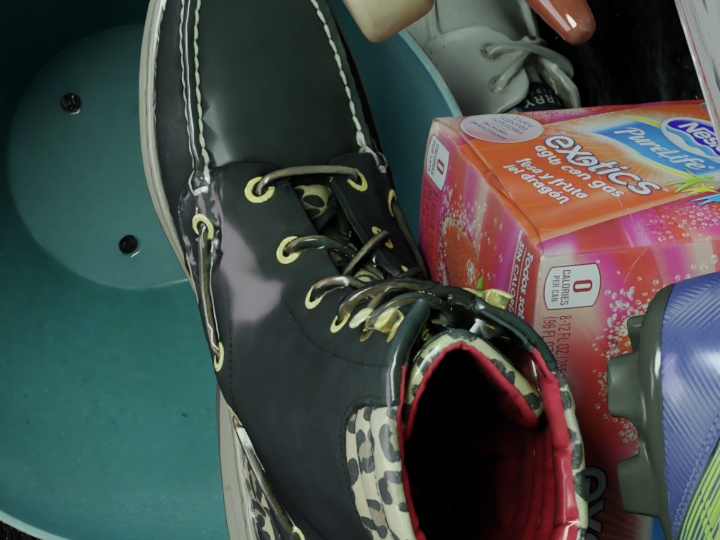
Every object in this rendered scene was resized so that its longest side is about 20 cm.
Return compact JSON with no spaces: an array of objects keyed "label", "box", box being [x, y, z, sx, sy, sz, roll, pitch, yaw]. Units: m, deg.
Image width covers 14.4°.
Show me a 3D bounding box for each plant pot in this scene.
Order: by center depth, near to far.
[{"label":"plant pot","box":[-0.068,-0.022,0.938,0.135,0.199,0.201,-120,28,-73]}]

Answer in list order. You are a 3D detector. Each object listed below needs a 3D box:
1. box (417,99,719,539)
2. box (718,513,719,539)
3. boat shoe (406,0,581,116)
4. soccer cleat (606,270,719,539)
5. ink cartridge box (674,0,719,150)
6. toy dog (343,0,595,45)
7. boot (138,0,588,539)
[{"label":"box","box":[0.073,0.059,0.847,0.096,0.099,0.201,-126,35,-57]},{"label":"box","box":[0.157,0.101,0.639,0.200,0.077,0.096,-135,42,-63]},{"label":"boat shoe","box":[0.047,-0.051,0.959,0.070,0.071,0.201,-16,79,55]},{"label":"soccer cleat","box":[0.122,0.093,0.766,0.065,0.083,0.201,-58,-42,-60]},{"label":"ink cartridge box","box":[0.106,-0.092,0.689,0.200,0.067,0.117,64,-168,-66]},{"label":"toy dog","box":[0.014,-0.126,0.730,0.132,0.200,0.096,-48,46,12]},{"label":"boot","box":[0.002,0.001,0.779,0.154,0.073,0.205,174,86,-70]}]
